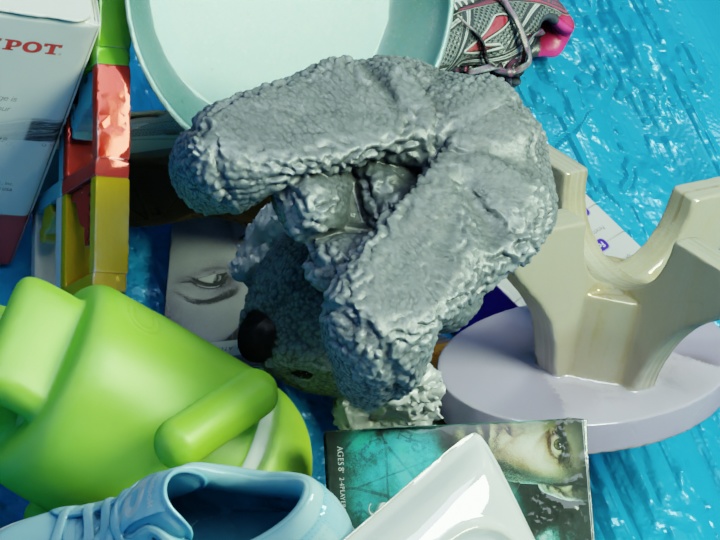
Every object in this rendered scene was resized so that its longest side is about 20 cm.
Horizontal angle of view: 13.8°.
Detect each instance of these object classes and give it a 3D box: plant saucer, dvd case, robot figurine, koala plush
[{"bbox_3d":[-0.043,-0.154,1.614,0.199,0.036,0.201,-2,95,-28],"label":"plant saucer"},{"bbox_3d":[-0.038,-0.022,1.717,0.148,0.016,0.201,-6,50,9],"label":"dvd case"},{"bbox_3d":[-0.111,0.085,1.529,0.200,0.175,0.116,32,54,-19],"label":"robot figurine"},{"bbox_3d":[0.000,0.000,1.545,0.183,0.200,0.177,-31,70,-31],"label":"koala plush"}]

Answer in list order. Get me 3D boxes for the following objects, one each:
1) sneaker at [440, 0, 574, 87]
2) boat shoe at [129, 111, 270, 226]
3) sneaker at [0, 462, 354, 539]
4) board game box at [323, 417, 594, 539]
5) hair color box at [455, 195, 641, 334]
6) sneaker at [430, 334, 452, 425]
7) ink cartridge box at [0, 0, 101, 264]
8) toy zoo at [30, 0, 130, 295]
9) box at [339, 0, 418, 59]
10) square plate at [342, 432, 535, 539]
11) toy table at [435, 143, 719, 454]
[{"bbox_3d":[0.069,-0.138,1.879,0.075,0.081,0.200,38,45,8],"label":"sneaker"},{"bbox_3d":[-0.071,-0.066,1.701,0.199,0.072,0.065,-2,43,18],"label":"boat shoe"},{"bbox_3d":[-0.099,0.121,1.418,0.199,0.082,0.074,-7,45,14],"label":"sneaker"},{"bbox_3d":[0.054,0.177,1.480,0.134,0.028,0.201,-3,79,-3],"label":"board game box"},{"bbox_3d":[0.092,-0.008,1.786,0.200,0.065,0.109,44,48,18],"label":"hair color box"},{"bbox_3d":[0.048,0.104,1.664,0.075,0.089,0.200,-13,34,-26],"label":"sneaker"},{"bbox_3d":[-0.238,-0.103,1.619,0.146,0.200,0.083,6,48,-20],"label":"ink cartridge box"},{"bbox_3d":[-0.154,-0.047,1.621,0.020,0.131,0.201,4,80,-21],"label":"toy zoo"},{"bbox_3d":[-0.014,-0.144,1.761,0.068,0.200,0.083,-4,96,-10],"label":"box"},{"bbox_3d":[0.039,0.211,1.389,0.198,0.028,0.201,-37,106,-28],"label":"square plate"},{"bbox_3d":[0.135,0.016,1.632,0.183,0.118,0.200,27,31,30],"label":"toy table"}]
